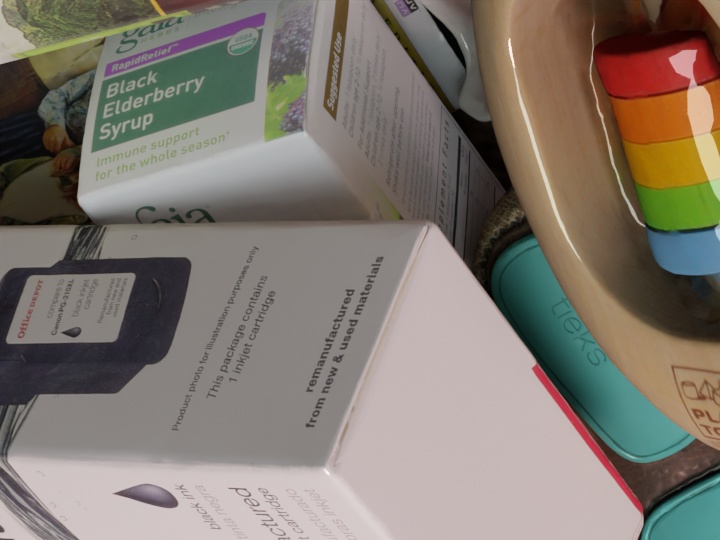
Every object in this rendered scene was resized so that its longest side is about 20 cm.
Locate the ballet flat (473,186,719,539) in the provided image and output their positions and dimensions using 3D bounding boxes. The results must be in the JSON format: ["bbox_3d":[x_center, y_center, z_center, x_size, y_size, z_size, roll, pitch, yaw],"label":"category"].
[{"bbox_3d":[0.102,0.052,0.869,0.068,0.075,0.201,-26,104,21],"label":"ballet flat"}]

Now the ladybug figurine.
[{"bbox_3d":[0.100,-0.041,0.760,0.135,0.072,0.201,7,121,46],"label":"ladybug figurine"}]

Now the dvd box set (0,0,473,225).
[{"bbox_3d":[-0.081,-0.069,0.899,0.199,0.029,0.147,-28,115,14],"label":"dvd box set"}]

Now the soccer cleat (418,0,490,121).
[{"bbox_3d":[0.020,-0.128,0.822,0.078,0.069,0.200,-49,129,-16],"label":"soccer cleat"}]

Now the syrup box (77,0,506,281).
[{"bbox_3d":[0.000,0.000,0.868,0.078,0.082,0.200,-16,136,24],"label":"syrup box"}]

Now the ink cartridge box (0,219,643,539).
[{"bbox_3d":[-0.042,0.059,0.810,0.199,0.085,0.145,0,144,36],"label":"ink cartridge box"}]

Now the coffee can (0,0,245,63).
[{"bbox_3d":[-0.121,-0.126,0.772,0.198,0.147,0.147,-14,117,6],"label":"coffee can"}]
